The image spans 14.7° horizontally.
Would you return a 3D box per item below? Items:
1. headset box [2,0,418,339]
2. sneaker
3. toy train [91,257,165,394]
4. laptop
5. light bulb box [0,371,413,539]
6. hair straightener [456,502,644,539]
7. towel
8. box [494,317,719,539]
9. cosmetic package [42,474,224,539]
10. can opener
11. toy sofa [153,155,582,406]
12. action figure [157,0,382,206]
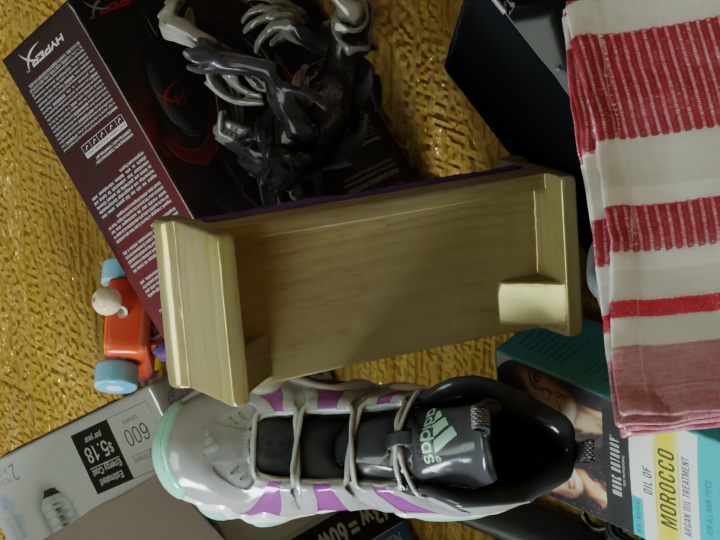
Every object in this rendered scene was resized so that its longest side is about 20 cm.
[{"bbox_3d":[-0.065,-0.059,1.436,0.075,0.149,0.200,-34,85,48],"label":"headset box"},{"bbox_3d":[0.014,0.077,1.303,0.140,0.200,0.078,162,107,-64],"label":"sneaker"},{"bbox_3d":[-0.105,-0.017,1.497,0.150,0.056,0.200,89,-177,-67],"label":"toy train"},{"bbox_3d":[0.145,-0.087,1.310,0.200,0.116,0.187,-42,79,20],"label":"laptop"},{"bbox_3d":[-0.085,0.157,1.588,0.198,0.125,0.200,-27,90,48],"label":"light bulb box"},{"bbox_3d":[0.126,0.141,1.429,0.200,0.041,0.077,15,121,40],"label":"hair straightener"},{"bbox_3d":[0.166,-0.035,1.190,0.144,0.023,0.200,-10,76,13],"label":"towel"},{"bbox_3d":[0.158,0.091,1.357,0.200,0.049,0.082,22,132,36],"label":"box"},{"bbox_3d":[-0.150,0.207,1.510,0.071,0.101,0.200,46,137,16],"label":"cosmetic package"},{"bbox_3d":[0.199,-0.007,1.216,0.200,0.053,0.067,-4,71,14],"label":"can opener"},{"bbox_3d":[0.000,0.000,1.334,0.098,0.200,0.083,20,117,61],"label":"toy sofa"},{"bbox_3d":[-0.034,-0.116,1.368,0.102,0.119,0.200,19,97,19],"label":"action figure"}]
